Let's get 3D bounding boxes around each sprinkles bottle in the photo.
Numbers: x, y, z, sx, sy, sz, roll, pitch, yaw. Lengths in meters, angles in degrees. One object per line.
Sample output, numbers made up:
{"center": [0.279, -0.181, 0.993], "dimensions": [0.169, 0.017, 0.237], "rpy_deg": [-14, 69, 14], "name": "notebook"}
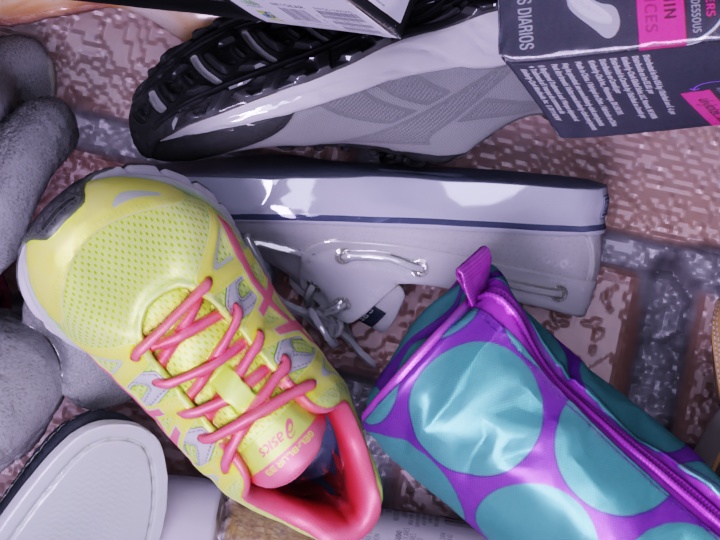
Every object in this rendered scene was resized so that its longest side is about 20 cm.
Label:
{"center": [0.010, 0.131, 0.864], "dimensions": [0.199, 0.068, 0.068], "rpy_deg": [8, 90, 1], "name": "sprinkles bottle"}

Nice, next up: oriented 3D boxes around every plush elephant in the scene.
{"center": [-0.169, 0.013, 0.829], "dimensions": [0.164, 0.200, 0.155], "rpy_deg": [-24, 108, -7], "name": "plush elephant"}

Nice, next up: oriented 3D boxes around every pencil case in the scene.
{"center": [0.096, 0.086, 0.797], "dimensions": [0.200, 0.085, 0.092], "rpy_deg": [39, 135, 3], "name": "pencil case"}

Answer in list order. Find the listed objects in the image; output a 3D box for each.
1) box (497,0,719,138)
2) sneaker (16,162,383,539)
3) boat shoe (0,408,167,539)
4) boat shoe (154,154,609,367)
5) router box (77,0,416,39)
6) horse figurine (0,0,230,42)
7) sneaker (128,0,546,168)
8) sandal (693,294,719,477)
{"center": [0.154, -0.125, 0.750], "dimensions": [0.199, 0.106, 0.123], "rpy_deg": [-5, 77, 15], "name": "box"}
{"center": [-0.048, 0.036, 0.775], "dimensions": [0.078, 0.090, 0.200], "rpy_deg": [-43, 134, 1], "name": "sneaker"}
{"center": [-0.140, 0.131, 0.840], "dimensions": [0.075, 0.060, 0.200], "rpy_deg": [16, 113, -35], "name": "boat shoe"}
{"center": [0.000, -0.001, 0.870], "dimensions": [0.201, 0.075, 0.086], "rpy_deg": [3, 99, -7], "name": "boat shoe"}
{"center": [-0.044, -0.170, 0.777], "dimensions": [0.200, 0.051, 0.150], "rpy_deg": [12, 77, 42], "name": "router box"}
{"center": [-0.073, -0.142, 0.876], "dimensions": [0.200, 0.050, 0.133], "rpy_deg": [21, 85, 3], "name": "horse figurine"}
{"center": [0.005, -0.071, 0.841], "dimensions": [0.200, 0.074, 0.080], "rpy_deg": [-15, 123, -18], "name": "sneaker"}
{"center": [0.165, 0.036, 0.870], "dimensions": [0.055, 0.082, 0.200], "rpy_deg": [36, 98, 22], "name": "sandal"}
